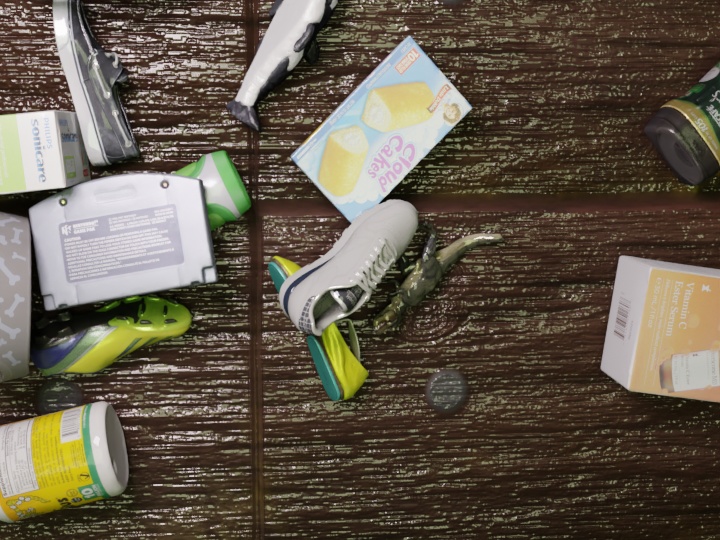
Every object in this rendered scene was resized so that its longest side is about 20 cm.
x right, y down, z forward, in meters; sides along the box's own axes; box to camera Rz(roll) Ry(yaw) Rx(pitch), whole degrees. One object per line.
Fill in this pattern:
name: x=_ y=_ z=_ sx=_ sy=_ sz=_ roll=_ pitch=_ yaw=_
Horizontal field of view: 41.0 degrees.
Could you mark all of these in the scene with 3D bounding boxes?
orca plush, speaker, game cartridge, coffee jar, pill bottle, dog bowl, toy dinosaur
orca plush: x=-0.074 y=-0.253 z=1.133 sx=0.070 sy=0.105 sz=0.203 roll=23 pitch=93 yaw=-39
speaker: x=-0.231 y=-0.063 z=1.135 sx=0.197 sy=0.088 sz=0.090 roll=-28 pitch=100 yaw=-1
game cartridge: x=-0.264 y=-0.037 z=1.074 sx=0.195 sy=0.041 sz=0.136 roll=-9 pitch=93 yaw=0
coffee jar: x=0.449 y=-0.201 z=1.179 sx=0.199 sy=0.085 sz=0.105 roll=-41 pitch=99 yaw=2
pill bottle: x=-0.386 y=0.233 z=1.149 sx=0.195 sy=0.113 sz=0.115 roll=-13 pitch=99 yaw=-4
dog bowl: x=-0.403 y=0.030 z=1.083 sx=0.057 sy=0.200 sz=0.205 roll=1 pitch=98 yaw=-20
toy dinosaur: x=0.076 y=-0.010 z=1.194 sx=0.199 sy=0.047 sz=0.089 roll=-40 pitch=106 yaw=-1

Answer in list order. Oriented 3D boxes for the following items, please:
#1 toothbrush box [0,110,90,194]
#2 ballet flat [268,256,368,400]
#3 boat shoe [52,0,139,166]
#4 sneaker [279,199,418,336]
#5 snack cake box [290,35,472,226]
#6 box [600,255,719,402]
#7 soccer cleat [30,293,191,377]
toothbrush box: x=-0.418 y=-0.127 z=1.079 sx=0.195 sy=0.146 sz=0.088 roll=-8 pitch=98 yaw=-5
ballet flat: x=-0.046 y=0.062 z=1.188 sx=0.066 sy=0.067 sz=0.203 roll=-30 pitch=103 yaw=-22
boat shoe: x=-0.302 y=-0.225 z=1.113 sx=0.066 sy=0.072 sz=0.205 roll=-12 pitch=101 yaw=-1
sneaker: x=0.000 y=0.000 z=1.113 sx=0.200 sy=0.080 sz=0.077 roll=-43 pitch=121 yaw=-9
snack cake box: x=0.023 y=-0.165 z=1.154 sx=0.200 sy=0.067 sz=0.115 roll=-45 pitch=99 yaw=2
box: x=0.421 y=0.075 z=1.204 sx=0.195 sy=0.106 sz=0.156 roll=7 pitch=97 yaw=-6
soccer cleat: x=-0.301 y=0.083 z=1.172 sx=0.195 sy=0.065 sz=0.085 roll=-11 pitch=128 yaw=-8
